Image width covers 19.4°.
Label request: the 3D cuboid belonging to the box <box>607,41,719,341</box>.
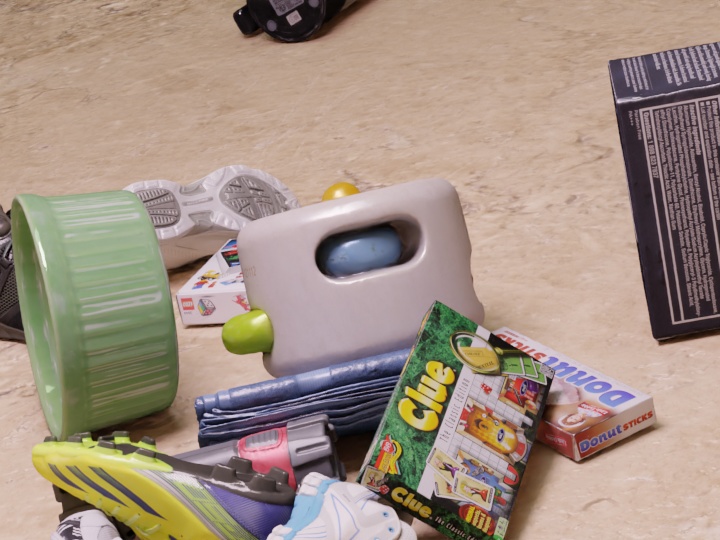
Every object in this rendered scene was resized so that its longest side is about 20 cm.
[{"bbox_3d":[0.306,-0.071,1.634,0.197,0.201,0.123,-9,20,7],"label":"box"}]

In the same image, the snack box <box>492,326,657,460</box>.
[{"bbox_3d":[0.133,0.089,1.564,0.072,0.024,0.200,-23,23,-22],"label":"snack box"}]

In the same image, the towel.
[{"bbox_3d":[-0.023,0.101,1.556,0.199,0.049,0.112,-13,-10,-4],"label":"towel"}]

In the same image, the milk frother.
[{"bbox_3d":[-0.094,-0.419,2.756,0.179,0.201,0.188,-5,21,29],"label":"milk frother"}]

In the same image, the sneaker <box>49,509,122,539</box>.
[{"bbox_3d":[-0.139,0.214,1.338,0.114,0.076,0.200,-10,25,2],"label":"sneaker"}]

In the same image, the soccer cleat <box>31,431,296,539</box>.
[{"bbox_3d":[-0.137,0.159,1.420,0.199,0.084,0.065,11,7,19],"label":"soccer cleat"}]

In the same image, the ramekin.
[{"bbox_3d":[-0.212,0.031,1.681,0.097,0.201,0.200,-10,19,-15],"label":"ramekin"}]

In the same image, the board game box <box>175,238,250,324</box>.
[{"bbox_3d":[-0.050,0.004,1.873,0.199,0.035,0.126,-4,22,23],"label":"board game box"}]

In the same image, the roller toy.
[{"bbox_3d":[0.000,0.000,1.648,0.182,0.141,0.200,-13,1,36],"label":"roller toy"}]

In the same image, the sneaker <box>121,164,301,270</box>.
[{"bbox_3d":[-0.153,-0.044,2.002,0.199,0.078,0.099,-2,-26,-26],"label":"sneaker"}]

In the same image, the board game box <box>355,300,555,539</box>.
[{"bbox_3d":[0.069,0.105,1.442,0.104,0.024,0.200,28,35,-2],"label":"board game box"}]

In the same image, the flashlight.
[{"bbox_3d":[-0.110,0.156,1.485,0.199,0.068,0.068,-16,-21,5],"label":"flashlight"}]

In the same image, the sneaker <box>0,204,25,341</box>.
[{"bbox_3d":[-0.297,0.003,1.912,0.198,0.115,0.076,4,28,33],"label":"sneaker"}]

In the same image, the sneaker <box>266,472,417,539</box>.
[{"bbox_3d":[-0.009,0.185,1.340,0.086,0.075,0.200,-1,23,13],"label":"sneaker"}]
